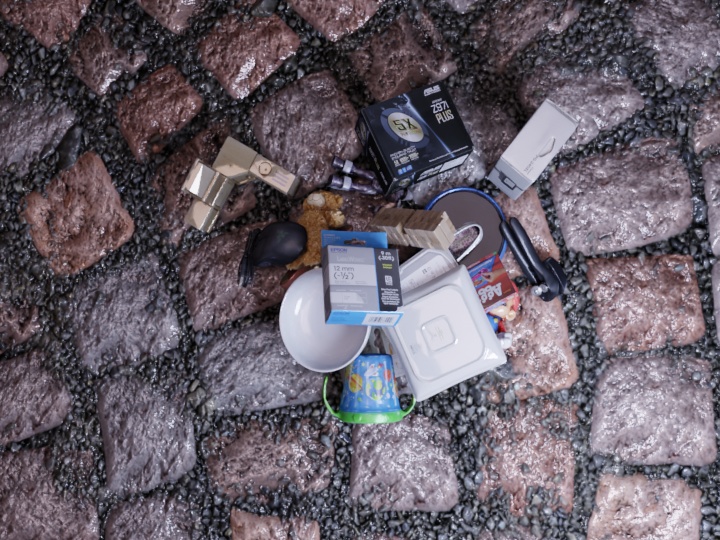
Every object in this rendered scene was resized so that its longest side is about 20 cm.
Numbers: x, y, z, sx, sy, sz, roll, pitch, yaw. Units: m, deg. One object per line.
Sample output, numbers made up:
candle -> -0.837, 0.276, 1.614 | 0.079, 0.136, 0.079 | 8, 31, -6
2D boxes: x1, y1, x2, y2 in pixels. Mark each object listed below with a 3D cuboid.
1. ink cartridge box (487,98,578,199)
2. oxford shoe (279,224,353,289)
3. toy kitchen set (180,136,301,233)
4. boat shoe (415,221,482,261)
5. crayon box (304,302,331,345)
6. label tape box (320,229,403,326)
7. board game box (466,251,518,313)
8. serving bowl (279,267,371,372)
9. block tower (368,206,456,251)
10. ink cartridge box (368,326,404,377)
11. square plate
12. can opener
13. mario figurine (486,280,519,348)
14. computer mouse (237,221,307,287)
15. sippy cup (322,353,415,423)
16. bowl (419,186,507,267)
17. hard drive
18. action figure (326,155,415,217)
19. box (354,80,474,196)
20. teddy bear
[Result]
ink cartridge box -> 0.340, -0.237, 1.308 | 0.083, 0.200, 0.146 | 39, 90, 5
oxford shoe -> -0.081, -0.016, 1.403 | 0.199, 0.071, 0.074 | -42, 110, 0
toy kitchen set -> -0.257, -0.155, 1.366 | 0.178, 0.163, 0.203 | 29, 89, 5
boat shoe -> 0.170, -0.028, 1.334 | 0.197, 0.069, 0.073 | -32, 85, 2
crayon box -> -0.035, 0.078, 1.376 | 0.117, 0.058, 0.203 | 32, 92, 16
label tape box -> 0.000, 0.000, 1.242 | 0.139, 0.066, 0.205 | 3, 64, -14
board game box -> 0.206, 0.053, 1.307 | 0.197, 0.019, 0.105 | -30, 57, 13
serving bowl -> -0.063, 0.099, 1.312 | 0.195, 0.066, 0.206 | -2, 84, 20
block tower -> 0.104, -0.084, 1.298 | 0.054, 0.198, 0.058 | -50, 124, -20
ink cartridge box -> 0.116, 0.133, 1.390 | 0.195, 0.050, 0.167 | -18, 86, 19
square plate -> 0.152, 0.122, 1.248 | 0.194, 0.028, 0.204 | -26, 86, 11
can opener -> 0.353, -0.022, 1.358 | 0.201, 0.063, 0.079 | 51, 47, -7
mario figurine -> 0.254, 0.091, 1.317 | 0.123, 0.106, 0.201 | 43, 66, -10
computer mouse -> -0.191, -0.049, 1.343 | 0.197, 0.052, 0.142 | -14, 57, 41
sippy cup -> 0.019, 0.238, 1.337 | 0.138, 0.175, 0.134 | -7, 81, 48
bowl -> 0.218, -0.078, 1.388 | 0.194, 0.039, 0.207 | 0, 86, 4
hard drive -> 0.117, 0.048, 1.291 | 0.198, 0.038, 0.142 | -34, 80, 11
action figure -> 0.029, -0.186, 1.396 | 0.195, 0.069, 0.134 | 17, 81, -10
box -> 0.111, -0.275, 1.352 | 0.196, 0.086, 0.167 | -22, 80, -15
teddy bear -> -0.101, -0.089, 1.354 | 0.067, 0.143, 0.203 | 39, 68, -33
